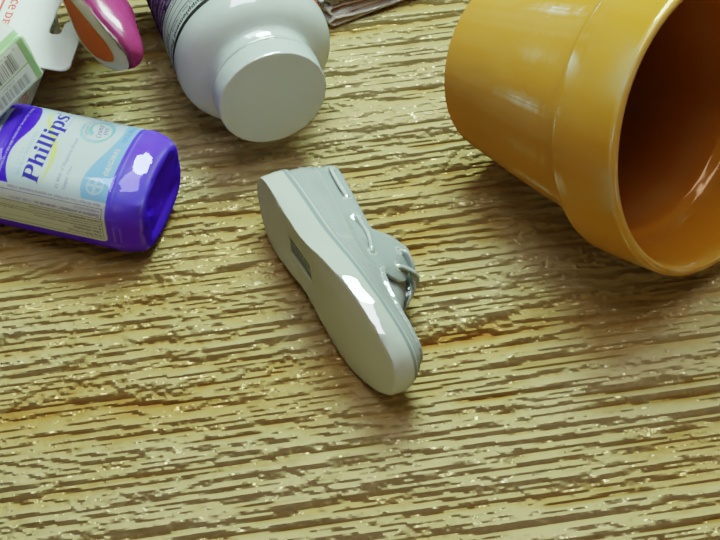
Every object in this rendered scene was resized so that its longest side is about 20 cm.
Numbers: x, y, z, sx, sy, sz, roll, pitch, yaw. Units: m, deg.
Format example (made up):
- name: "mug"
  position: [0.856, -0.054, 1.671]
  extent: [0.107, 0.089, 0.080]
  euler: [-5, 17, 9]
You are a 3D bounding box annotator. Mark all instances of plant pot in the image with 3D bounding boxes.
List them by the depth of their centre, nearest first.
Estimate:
- name: "plant pot"
  position: [0.161, -0.118, 1.367]
  extent: [0.200, 0.201, 0.183]
  euler: [-36, 39, -30]

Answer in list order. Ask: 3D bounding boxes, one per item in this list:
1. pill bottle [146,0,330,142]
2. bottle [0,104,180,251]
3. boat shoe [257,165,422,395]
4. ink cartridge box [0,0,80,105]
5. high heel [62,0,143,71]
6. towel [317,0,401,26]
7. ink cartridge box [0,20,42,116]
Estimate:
- name: "pill bottle"
  position: [-0.089, -0.184, 1.474]
  extent: [0.112, 0.113, 0.201]
  euler: [-14, 47, -12]
- name: "bottle"
  position: [-0.223, -0.070, 1.396]
  extent: [0.198, 0.066, 0.084]
  euler: [13, 52, 13]
- name: "boat shoe"
  position: [0.000, 0.000, 1.330]
  extent: [0.068, 0.072, 0.200]
  euler: [-19, 39, -17]
- name: "ink cartridge box"
  position: [-0.287, -0.164, 1.488]
  extent: [0.198, 0.068, 0.116]
  euler: [6, 46, 7]
- name: "high heel"
  position: [-0.168, -0.211, 1.438]
  extent: [0.096, 0.068, 0.200]
  euler: [-27, 49, -12]
- name: "towel"
  position: [0.010, -0.283, 1.628]
  extent: [0.190, 0.032, 0.200]
  euler: [-22, 50, -20]
- name: "ink cartridge box"
  position: [-0.331, -0.139, 1.394]
  extent: [0.199, 0.048, 0.146]
  euler: [33, 72, 31]
